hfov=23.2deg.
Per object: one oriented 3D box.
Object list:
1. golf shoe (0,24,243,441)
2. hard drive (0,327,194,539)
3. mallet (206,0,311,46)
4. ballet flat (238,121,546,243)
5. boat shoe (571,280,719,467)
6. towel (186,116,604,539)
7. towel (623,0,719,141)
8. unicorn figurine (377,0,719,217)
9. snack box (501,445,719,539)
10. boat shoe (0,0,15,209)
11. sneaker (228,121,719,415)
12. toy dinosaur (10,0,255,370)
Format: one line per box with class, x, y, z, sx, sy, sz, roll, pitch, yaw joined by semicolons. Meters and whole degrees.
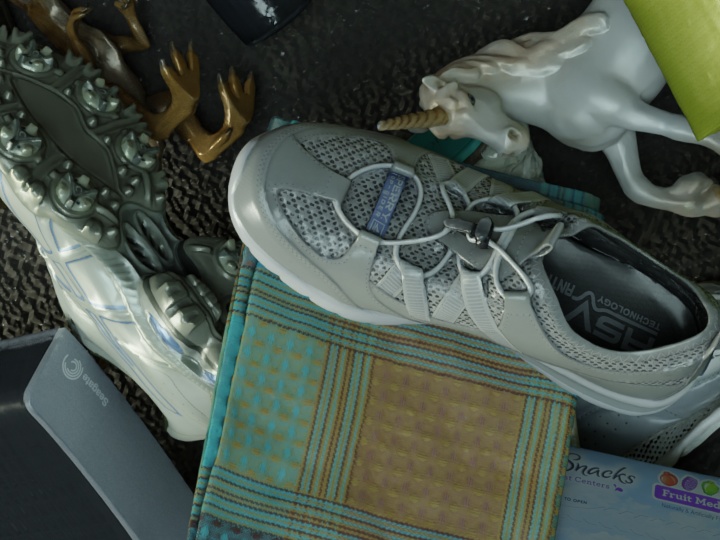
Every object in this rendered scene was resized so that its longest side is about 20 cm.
golf shoe;-0.114;-0.008;0.738;0.200;0.078;0.097;50;133;5
hard drive;-0.142;0.118;0.803;0.135;0.042;0.200;-12;127;22
mallet;-0.031;-0.115;0.687;0.041;0.200;0.066;-39;110;-5
ballet flat;0.000;0.000;0.783;0.200;0.072;0.072;-32;100;17
boat shoe;0.095;0.077;0.788;0.200;0.069;0.071;-38;100;17
towel;0.016;0.045;0.688;0.146;0.022;0.200;14;70;-9
towel;0.108;-0.153;0.653;0.086;0.018;0.200;-38;77;56
unicorn figurine;0.113;-0.086;0.723;0.137;0.074;0.200;32;71;6
snack box;0.071;0.162;0.780;0.168;0.068;0.200;13;135;3
boat shoe;-0.205;-0.119;0.775;0.068;0.072;0.200;-12;98;23
sneaker;0.049;-0.011;0.657;0.200;0.082;0.075;20;71;-8
toy dinosaur;-0.101;-0.058;0.790;0.106;0.060;0.200;-14;98;33
